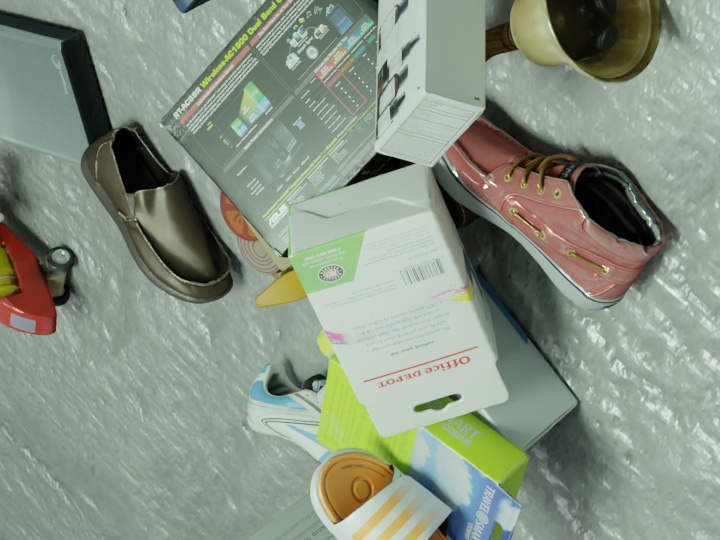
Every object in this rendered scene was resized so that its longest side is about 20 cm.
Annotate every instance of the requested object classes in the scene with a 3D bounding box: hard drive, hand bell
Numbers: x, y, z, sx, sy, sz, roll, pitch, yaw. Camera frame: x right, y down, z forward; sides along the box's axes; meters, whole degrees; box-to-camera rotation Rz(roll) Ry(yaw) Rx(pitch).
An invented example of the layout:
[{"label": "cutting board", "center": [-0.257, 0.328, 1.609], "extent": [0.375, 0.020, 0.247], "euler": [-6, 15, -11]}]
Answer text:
[{"label": "hard drive", "center": [-0.326, -0.183, 2.040], "extent": [0.200, 0.033, 0.140], "euler": [18, 131, 43]}, {"label": "hand bell", "center": [0.102, -0.161, 1.433], "extent": [0.200, 0.104, 0.104], "euler": [-13, 108, 53]}]

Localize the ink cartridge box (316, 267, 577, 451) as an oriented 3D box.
[{"label": "ink cartridge box", "center": [0.069, 0.108, 1.734], "extent": [0.145, 0.084, 0.200], "euler": [52, 147, 3]}]

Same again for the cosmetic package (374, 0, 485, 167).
[{"label": "cosmetic package", "center": [0.048, -0.180, 1.429], "extent": [0.083, 0.051, 0.200], "euler": [-45, 36, 51]}]

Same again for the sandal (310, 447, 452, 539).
[{"label": "sandal", "center": [0.050, 0.217, 1.632], "extent": [0.207, 0.079, 0.059], "euler": [47, 149, -11]}]

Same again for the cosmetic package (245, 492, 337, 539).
[{"label": "cosmetic package", "center": [-0.005, 0.334, 1.950], "extent": [0.200, 0.165, 0.165], "euler": [32, 141, 33]}]

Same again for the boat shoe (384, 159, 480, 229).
[{"label": "boat shoe", "center": [0.013, -0.100, 1.642], "extent": [0.200, 0.070, 0.070], "euler": [43, 145, 17]}]

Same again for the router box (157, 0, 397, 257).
[{"label": "router box", "center": [-0.037, -0.130, 1.589], "extent": [0.200, 0.062, 0.150], "euler": [-46, 77, 19]}]

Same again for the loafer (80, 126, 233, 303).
[{"label": "loafer", "center": [-0.191, -0.054, 1.939], "extent": [0.200, 0.073, 0.071], "euler": [48, 145, 10]}]

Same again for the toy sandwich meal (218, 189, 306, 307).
[{"label": "toy sandwich meal", "center": [-0.075, -0.048, 1.797], "extent": [0.205, 0.070, 0.205], "euler": [32, 140, 32]}]

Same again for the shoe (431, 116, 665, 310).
[{"label": "shoe", "center": [0.136, -0.064, 1.518], "extent": [0.200, 0.071, 0.091], "euler": [45, 144, 7]}]

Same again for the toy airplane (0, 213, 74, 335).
[{"label": "toy airplane", "center": [-0.416, -0.018, 2.198], "extent": [0.199, 0.141, 0.200], "euler": [3, 121, 52]}]

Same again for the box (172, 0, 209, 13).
[{"label": "box", "center": [-0.103, -0.316, 1.571], "extent": [0.149, 0.107, 0.200], "euler": [55, 146, 2]}]

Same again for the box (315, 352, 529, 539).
[{"label": "box", "center": [0.055, 0.151, 1.667], "extent": [0.200, 0.048, 0.122], "euler": [36, 144, 21]}]

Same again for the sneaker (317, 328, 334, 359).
[{"label": "sneaker", "center": [0.000, 0.000, 1.708], "extent": [0.090, 0.078, 0.200], "euler": [39, 139, 6]}]

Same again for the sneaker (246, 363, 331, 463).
[{"label": "sneaker", "center": [-0.025, 0.140, 1.903], "extent": [0.200, 0.072, 0.073], "euler": [20, 106, 34]}]

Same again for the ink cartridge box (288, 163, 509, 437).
[{"label": "ink cartridge box", "center": [0.032, 0.026, 1.572], "extent": [0.067, 0.117, 0.200], "euler": [-95, -15, -52]}]
